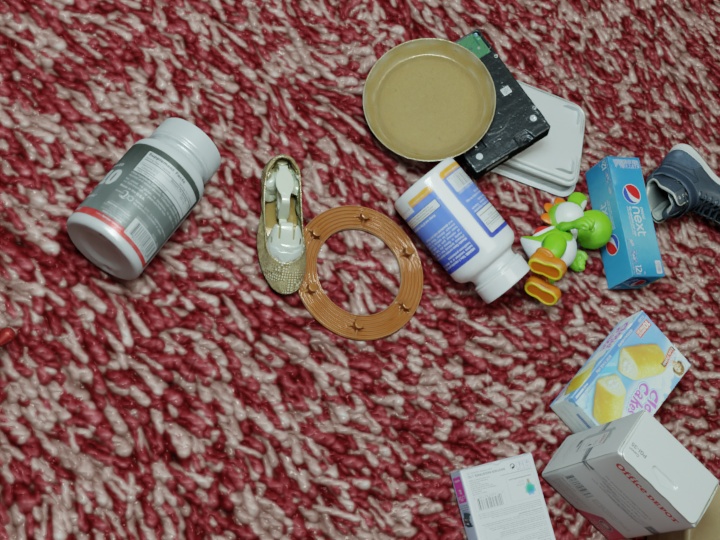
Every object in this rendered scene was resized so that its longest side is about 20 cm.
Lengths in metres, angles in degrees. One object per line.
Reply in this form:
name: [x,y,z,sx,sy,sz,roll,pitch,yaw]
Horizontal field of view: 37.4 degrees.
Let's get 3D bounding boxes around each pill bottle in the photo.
pill bottle: [0.151,-0.054,1.538,0.112,0.112,0.200,-39,89,-29]
pill bottle: [-0.276,-0.097,1.378,0.114,0.114,0.200,37,62,-6]

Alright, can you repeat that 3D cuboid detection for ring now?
ring: [0.000,0.000,1.510,0.199,0.019,0.202,8,68,-19]

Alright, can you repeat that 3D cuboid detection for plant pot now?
plant pot: [0.103,-0.252,1.594,0.198,0.028,0.202,0,73,2]

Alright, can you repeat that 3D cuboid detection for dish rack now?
dish rack: [0.271,-0.222,1.687,0.199,0.044,0.173,18,65,-16]

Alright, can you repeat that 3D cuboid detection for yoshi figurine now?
yoshi figurine: [0.324,-0.040,1.609,0.112,0.112,0.200,52,47,-21]

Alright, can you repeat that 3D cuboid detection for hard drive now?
hard drive: [0.177,-0.255,1.625,0.139,0.038,0.201,-32,76,-8]

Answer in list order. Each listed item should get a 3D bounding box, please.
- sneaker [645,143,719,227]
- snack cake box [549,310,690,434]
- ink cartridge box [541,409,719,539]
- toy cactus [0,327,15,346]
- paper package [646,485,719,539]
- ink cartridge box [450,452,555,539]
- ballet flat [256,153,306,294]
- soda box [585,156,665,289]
sneaker: [0.551,-0.098,1.729,0.202,0.077,0.146,44,50,8]
snack cake box: [0.387,0.171,1.579,0.115,0.067,0.200,46,62,0]
ink cartridge box: [0.365,0.285,1.453,0.146,0.200,0.083,44,62,-3]
toy cactus: [-0.523,0.072,1.238,0.200,0.102,0.166,37,71,-15]
paper package: [0.516,0.413,1.525,0.199,0.103,0.192,17,67,-17]
ink cartridge box: [0.205,0.361,1.452,0.119,0.042,0.201,-8,72,-25]
ballet flat: [-0.109,-0.069,1.462,0.070,0.065,0.201,-4,72,-12]
soda box: [0.415,-0.075,1.678,0.064,0.068,0.201,0,71,-23]
